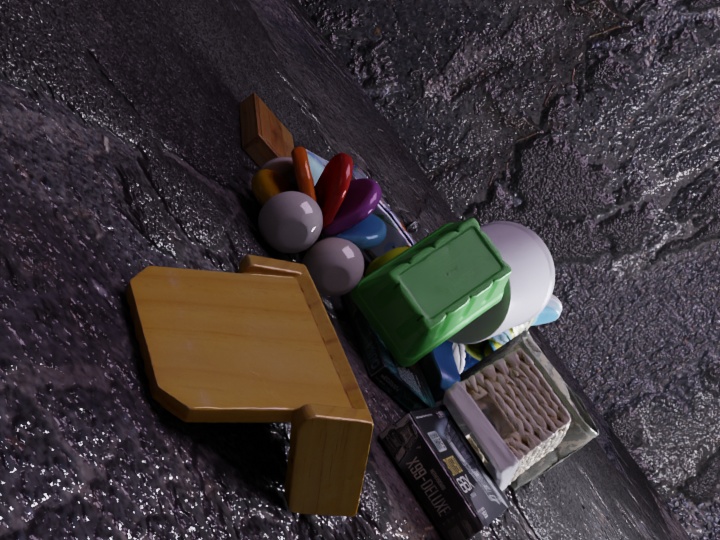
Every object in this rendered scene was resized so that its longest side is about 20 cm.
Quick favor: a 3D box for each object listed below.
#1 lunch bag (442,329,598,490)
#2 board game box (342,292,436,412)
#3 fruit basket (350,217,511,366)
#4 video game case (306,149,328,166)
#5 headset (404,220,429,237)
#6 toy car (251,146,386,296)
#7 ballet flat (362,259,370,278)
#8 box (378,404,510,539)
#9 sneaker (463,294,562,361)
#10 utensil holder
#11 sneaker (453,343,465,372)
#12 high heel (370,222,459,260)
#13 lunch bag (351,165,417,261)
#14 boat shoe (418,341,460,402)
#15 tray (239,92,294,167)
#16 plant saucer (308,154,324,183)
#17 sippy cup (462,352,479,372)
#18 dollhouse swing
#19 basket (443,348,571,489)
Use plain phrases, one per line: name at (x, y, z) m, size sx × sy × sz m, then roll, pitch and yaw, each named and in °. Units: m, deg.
lunch bag at (0.250, 0.220, 1.711) m, size 0.200 × 0.164 × 0.118 m, roll 54°, pitch 13°, yaw 3°
board game box at (0.039, 0.111, 1.531) m, size 0.135 × 0.028 × 0.200 m, roll 44°, pitch 15°, yaw -34°
fruit basket at (0.084, 0.026, 1.527) m, size 0.156 × 0.215 × 0.216 m, roll 54°, pitch 11°, yaw 6°
video game case at (-0.024, -0.131, 2.005) m, size 0.182 × 0.022 × 0.200 m, roll 54°, pitch 11°, yaw 15°
headset at (0.125, 0.001, 1.958) m, size 0.201 × 0.094 × 0.124 m, roll 62°, pitch -5°, yaw -22°
toy car at (-0.045, -0.080, 1.461) m, size 0.200 × 0.150 × 0.175 m, roll 47°, pitch 13°, yaw -28°
ballet flat at (0.000, 0.000, 1.664) m, size 0.068 × 0.046 × 0.200 m, roll 59°, pitch 12°, yaw 22°
box at (0.107, 0.247, 1.349) m, size 0.158 × 0.050 × 0.200 m, roll 56°, pitch 11°, yaw 13°
sneaker at (0.251, 0.102, 1.831) m, size 0.131 × 0.199 × 0.080 m, roll -102°, pitch -168°, yaw -44°
utensil holder at (0.187, 0.018, 1.679) m, size 0.170 × 0.170 × 0.200 m, roll 55°, pitch 27°, yaw 10°
sneaker at (0.106, 0.092, 1.787) m, size 0.075 × 0.082 × 0.201 m, roll 22°, pitch -41°, yaw 63°
high heel at (0.091, -0.041, 1.813) m, size 0.096 × 0.200 × 0.067 m, roll 54°, pitch 35°, yaw 10°
lunch bag at (0.024, -0.069, 1.704) m, size 0.200 × 0.075 × 0.160 m, roll 54°, pitch 5°, yaw -2°
boat shoe at (0.093, 0.123, 1.634) m, size 0.084 × 0.069 × 0.200 m, roll 36°, pitch 21°, yaw -15°
tray at (-0.143, -0.204, 1.727) m, size 0.099 × 0.037 × 0.200 m, roll 48°, pitch 12°, yaw -25°
plant saucer at (-0.049, -0.103, 1.798) m, size 0.201 × 0.039 × 0.201 m, roll 50°, pitch 12°, yaw -15°
sippy cup at (0.217, 0.150, 1.911) m, size 0.131 × 0.177 × 0.140 m, roll -89°, pitch -177°, yaw -56°
dollhouse swing at (-0.105, 0.105, 0.961) m, size 0.200 × 0.175 × 0.182 m, roll -117°, pitch -154°, yaw -43°
basket at (0.197, 0.207, 1.498) m, size 0.136 × 0.123 × 0.200 m, roll 56°, pitch -8°, yaw 18°
